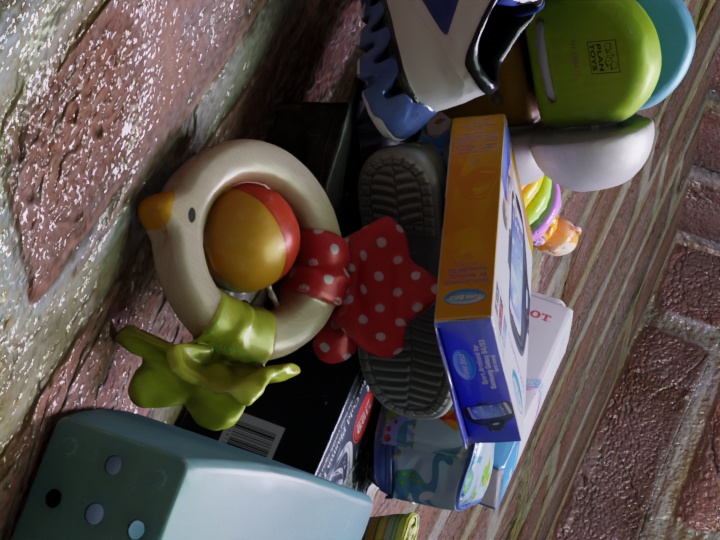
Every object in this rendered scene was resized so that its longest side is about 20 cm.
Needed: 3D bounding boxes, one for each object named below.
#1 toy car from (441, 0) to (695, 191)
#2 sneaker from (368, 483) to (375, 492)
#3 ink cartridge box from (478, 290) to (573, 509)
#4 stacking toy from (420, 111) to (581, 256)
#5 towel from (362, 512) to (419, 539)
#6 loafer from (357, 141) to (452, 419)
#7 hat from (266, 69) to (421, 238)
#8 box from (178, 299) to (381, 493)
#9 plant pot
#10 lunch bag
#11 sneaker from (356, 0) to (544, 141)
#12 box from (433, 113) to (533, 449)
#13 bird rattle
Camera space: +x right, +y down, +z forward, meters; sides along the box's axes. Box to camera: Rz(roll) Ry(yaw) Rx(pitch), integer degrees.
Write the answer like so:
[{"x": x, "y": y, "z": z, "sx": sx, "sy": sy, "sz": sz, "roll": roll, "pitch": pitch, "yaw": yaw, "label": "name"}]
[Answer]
[{"x": 0.139, "y": -0.151, "z": 1.329, "sx": 0.150, "sy": 0.200, "sz": 0.176, "roll": -20, "pitch": 104, "yaw": -38, "label": "toy car"}, {"x": 0.017, "y": 0.134, "z": 1.741, "sx": 0.083, "sy": 0.071, "sz": 0.200, "roll": 92, "pitch": 21, "yaw": -52, "label": "sneaker"}, {"x": 0.103, "y": 0.108, "z": 1.889, "sx": 0.085, "sy": 0.144, "sz": 0.200, "roll": 89, "pitch": 24, "yaw": -54, "label": "ink cartridge box"}, {"x": 0.110, "y": -0.062, "z": 1.500, "sx": 0.200, "sy": 0.116, "sz": 0.110, "roll": 42, "pitch": 39, "yaw": -44, "label": "stacking toy"}, {"x": -0.034, "y": 0.228, "z": 1.471, "sx": 0.018, "sy": 0.200, "sz": 0.086, "roll": 37, "pitch": 58, "yaw": -30, "label": "towel"}, {"x": 0.042, "y": 0.005, "z": 1.293, "sx": 0.070, "sy": 0.075, "sz": 0.201, "roll": -47, "pitch": 142, "yaw": -55, "label": "loafer"}, {"x": -0.022, "y": -0.059, "z": 1.312, "sx": 0.200, "sy": 0.081, "sz": 0.202, "roll": 13, "pitch": 90, "yaw": -69, "label": "hat"}, {"x": -0.067, "y": 0.156, "z": 1.376, "sx": 0.182, "sy": 0.104, "sz": 0.201, "roll": 79, "pitch": 32, "yaw": -65, "label": "box"}, {"x": -0.109, "y": 0.159, "z": 1.152, "sx": 0.142, "sy": 0.141, "sz": 0.200, "roll": -69, "pitch": 155, "yaw": -10, "label": "plant pot"}, {"x": 0.068, "y": 0.074, "z": 1.445, "sx": 0.161, "sy": 0.082, "sz": 0.201, "roll": 6, "pitch": 94, "yaw": -78, "label": "lunch bag"}, {"x": 0.055, "y": -0.188, "z": 1.236, "sx": 0.080, "sy": 0.115, "sz": 0.200, "roll": 15, "pitch": 64, "yaw": -64, "label": "sneaker"}, {"x": 0.079, "y": 0.013, "z": 1.235, "sx": 0.119, "sy": 0.041, "sz": 0.201, "roll": 72, "pitch": 16, "yaw": -45, "label": "box"}, {"x": -0.050, "y": 0.001, "z": 1.154, "sx": 0.200, "sy": 0.112, "sz": 0.164, "roll": -31, "pitch": 105, "yaw": -31, "label": "bird rattle"}]
